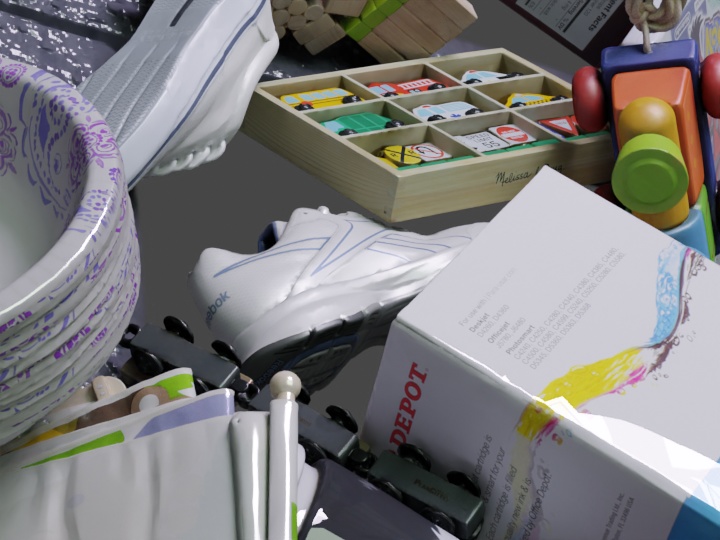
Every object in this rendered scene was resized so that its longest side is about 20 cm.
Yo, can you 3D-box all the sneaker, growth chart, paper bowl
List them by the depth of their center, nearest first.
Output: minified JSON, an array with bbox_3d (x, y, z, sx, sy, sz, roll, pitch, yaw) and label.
[{"bbox_3d":[-0.110,0.100,1.116,0.018,0.199,0.145,55,31,-45],"label":"growth chart"},{"bbox_3d":[-0.192,0.006,1.141,0.199,0.105,0.201,-3,41,3],"label":"paper bowl"},{"bbox_3d":[0.000,0.000,1.352,0.199,0.075,0.087,-15,57,-45],"label":"sneaker"},{"bbox_3d":[-0.095,-0.079,1.354,0.200,0.073,0.071,-53,130,-34],"label":"sneaker"}]

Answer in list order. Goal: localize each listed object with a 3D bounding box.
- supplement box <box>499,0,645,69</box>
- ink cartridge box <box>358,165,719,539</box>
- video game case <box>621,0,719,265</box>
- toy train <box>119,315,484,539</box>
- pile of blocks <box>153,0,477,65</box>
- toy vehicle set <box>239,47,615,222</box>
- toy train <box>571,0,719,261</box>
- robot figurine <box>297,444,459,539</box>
[{"bbox_3d":[0.097,-0.230,1.622,0.200,0.086,0.111,34,40,-5],"label":"supplement box"},{"bbox_3d":[0.117,0.083,1.254,0.199,0.147,0.146,31,46,16],"label":"ink cartridge box"},{"bbox_3d":[0.200,-0.091,1.522,0.023,0.183,0.200,3,32,25],"label":"video game case"},{"bbox_3d":[-0.029,0.076,1.239,0.199,0.046,0.034,27,57,22],"label":"toy train"},{"bbox_3d":[-0.032,-0.167,1.472,0.199,0.082,0.062,8,42,-32],"label":"pile of blocks"},{"bbox_3d":[0.048,-0.075,1.447,0.199,0.027,0.124,-12,33,-43],"label":"toy vehicle set"},{"bbox_3d":[0.146,-0.074,1.358,0.084,0.201,0.116,-5,29,12],"label":"toy train"},{"bbox_3d":[-0.012,0.156,1.160,0.199,0.150,0.125,32,68,-8],"label":"robot figurine"}]
